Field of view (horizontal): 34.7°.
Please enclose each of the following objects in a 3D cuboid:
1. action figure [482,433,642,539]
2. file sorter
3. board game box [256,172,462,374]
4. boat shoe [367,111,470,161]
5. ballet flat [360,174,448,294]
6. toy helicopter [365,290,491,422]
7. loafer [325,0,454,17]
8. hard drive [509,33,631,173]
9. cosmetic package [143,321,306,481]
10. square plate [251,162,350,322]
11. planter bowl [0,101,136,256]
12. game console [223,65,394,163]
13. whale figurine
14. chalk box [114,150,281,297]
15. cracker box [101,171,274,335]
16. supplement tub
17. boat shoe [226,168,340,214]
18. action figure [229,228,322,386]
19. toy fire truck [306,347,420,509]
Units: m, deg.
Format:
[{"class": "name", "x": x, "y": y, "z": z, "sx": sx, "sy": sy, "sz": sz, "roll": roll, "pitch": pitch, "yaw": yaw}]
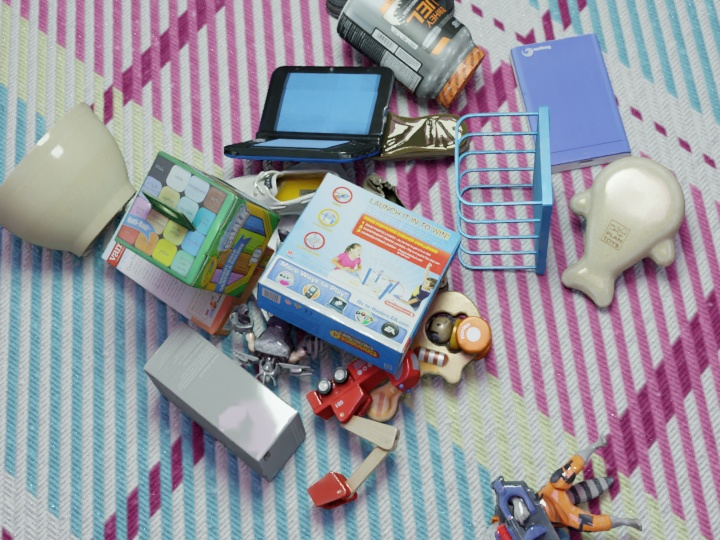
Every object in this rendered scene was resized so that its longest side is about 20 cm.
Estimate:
[{"class": "action figure", "x": 0.238, "y": 0.317, "z": 1.394, "sx": 0.191, "sy": 0.105, "sz": 0.203, "roll": -22, "pitch": 93, "yaw": 0}, {"class": "file sorter", "x": 0.185, "y": -0.099, "z": 1.506, "sx": 0.120, "sy": 0.201, "sz": 0.141, "roll": -1, "pitch": 65, "yaw": 5}, {"class": "board game box", "x": 0.000, "y": 0.000, "z": 1.445, "sx": 0.197, "sy": 0.056, "sz": 0.197, "roll": 26, "pitch": 56, "yaw": 9}, {"class": "boat shoe", "x": 0.056, "y": -0.187, "z": 1.636, "sx": 0.197, "sy": 0.063, "sz": 0.075, "roll": -1, "pitch": 76, "yaw": 10}, {"class": "ballet flat", "x": 0.061, "y": -0.050, "z": 1.560, "sx": 0.067, "sy": 0.046, "sz": 0.202, "roll": -10, "pitch": 61, "yaw": -42}, {"class": "toy helicopter", "x": 0.071, "y": 0.108, "z": 1.490, "sx": 0.132, "sy": 0.079, "sz": 0.200, "roll": 42, "pitch": 87, "yaw": 13}, {"class": "loafer", "x": 0.044, "y": -0.414, "z": 1.727, "sx": 0.196, "sy": 0.063, "sz": 0.073, "roll": 4, "pitch": 67, "yaw": 5}, {"class": "hard drive", "x": 0.299, "y": -0.242, "z": 1.657, "sx": 0.129, "sy": 0.025, "sz": 0.203, "roll": -10, "pitch": 66, "yaw": -1}, {"class": "cosmetic package", "x": -0.169, "y": 0.166, "z": 1.456, "sx": 0.198, "sy": 0.107, "sz": 0.091, "roll": 33, "pitch": 72, "yaw": 15}, {"class": "square plate", "x": -0.080, "y": -0.045, "z": 1.588, "sx": 0.196, "sy": 0.029, "sz": 0.202, "roll": -28, "pitch": 67, "yaw": -9}, {"class": "planter bowl", "x": -0.389, "y": -0.106, "z": 1.559, "sx": 0.135, "sy": 0.200, "sz": 0.201, "roll": 42, "pitch": 72, "yaw": -9}, {"class": "game console", "x": -0.070, "y": -0.218, "z": 1.589, "sx": 0.196, "sy": 0.170, "sz": 0.121, "roll": 4, "pitch": 103, "yaw": 23}, {"class": "whale figurine", "x": 0.349, "y": -0.052, "z": 1.545, "sx": 0.158, "sy": 0.104, "sz": 0.202, "roll": 30, "pitch": 95, "yaw": 15}, {"class": "chalk box", "x": -0.204, "y": -0.055, "z": 1.406, "sx": 0.124, "sy": 0.200, "sz": 0.125, "roll": 29, "pitch": 93, "yaw": 19}, {"class": "cracker box", "x": -0.231, "y": -0.022, "z": 1.547, "sx": 0.198, "sy": 0.058, "sz": 0.135, "roll": 33, "pitch": 95, "yaw": 15}, {"class": "supplement tub", "x": 0.073, "y": -0.330, "z": 1.643, "sx": 0.199, "sy": 0.123, "sz": 0.123, "roll": 37, "pitch": 72, "yaw": 1}, {"class": "boat shoe", "x": -0.118, "y": -0.108, "z": 1.562, "sx": 0.196, "sy": 0.070, "sz": 0.072, "roll": -1, "pitch": 64, "yaw": 8}, {"class": "action figure", "x": -0.102, "y": 0.056, "z": 1.496, "sx": 0.128, "sy": 0.070, "sz": 0.203, "roll": 14, "pitch": 73, "yaw": 3}, {"class": "toy fire truck", "x": 0.003, "y": 0.188, "z": 1.438, "sx": 0.199, "sy": 0.049, "sz": 0.142, "roll": -35, "pitch": 66, "yaw": 8}]
